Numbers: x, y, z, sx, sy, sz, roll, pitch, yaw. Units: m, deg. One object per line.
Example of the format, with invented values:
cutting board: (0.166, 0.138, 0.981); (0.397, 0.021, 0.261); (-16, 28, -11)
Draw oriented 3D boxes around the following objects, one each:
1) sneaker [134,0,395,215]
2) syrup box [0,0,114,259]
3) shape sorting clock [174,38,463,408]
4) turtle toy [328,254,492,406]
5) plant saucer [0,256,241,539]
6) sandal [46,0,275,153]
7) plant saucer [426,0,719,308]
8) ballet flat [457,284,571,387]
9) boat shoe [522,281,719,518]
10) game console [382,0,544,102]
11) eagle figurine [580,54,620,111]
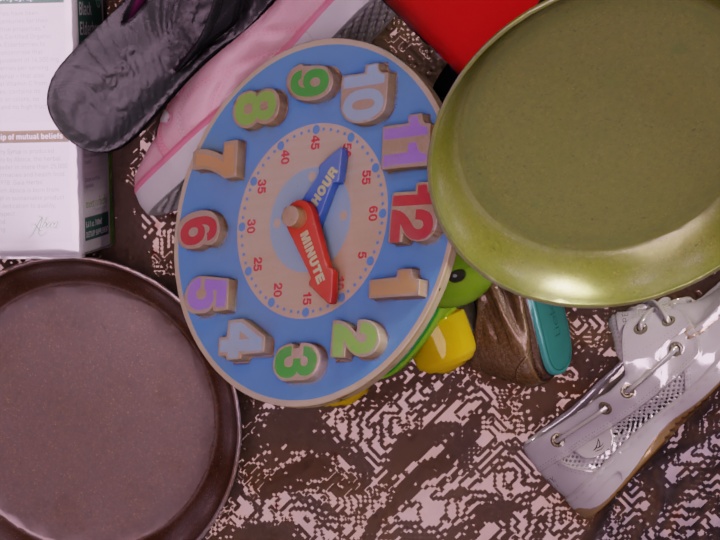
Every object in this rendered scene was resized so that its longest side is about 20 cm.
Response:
sneaker: (-0.075, -0.129, 1.571); (0.200, 0.075, 0.105); (-44, 77, 14)
syrup box: (-0.191, -0.110, 1.582); (0.081, 0.079, 0.201); (0, 95, 8)
shape sorting clock: (-0.027, -0.027, 1.467); (0.199, 0.039, 0.201); (-8, 75, 34)
turtle toy: (0.000, 0.000, 1.531); (0.199, 0.101, 0.147); (-19, 92, 34)
plant saucer: (-0.165, 0.088, 1.615); (0.199, 0.034, 0.202); (1, 100, 8)
sandal: (-0.097, -0.148, 1.508); (0.075, 0.048, 0.201); (38, 94, 4)
plant saucer: (0.129, -0.069, 1.386); (0.199, 0.031, 0.201); (-5, 128, -6)
ballet flat: (0.074, -0.032, 1.567); (0.072, 0.068, 0.201); (-3, 99, 28)
boat shoe: (0.169, 0.048, 1.549); (0.069, 0.071, 0.200); (41, 100, 1)
game console: (0.080, -0.195, 1.423); (0.118, 0.172, 0.200); (37, 85, -14)
eagle figurine: (0.181, -0.110, 1.476); (0.199, 0.151, 0.153); (5, 103, -15)
